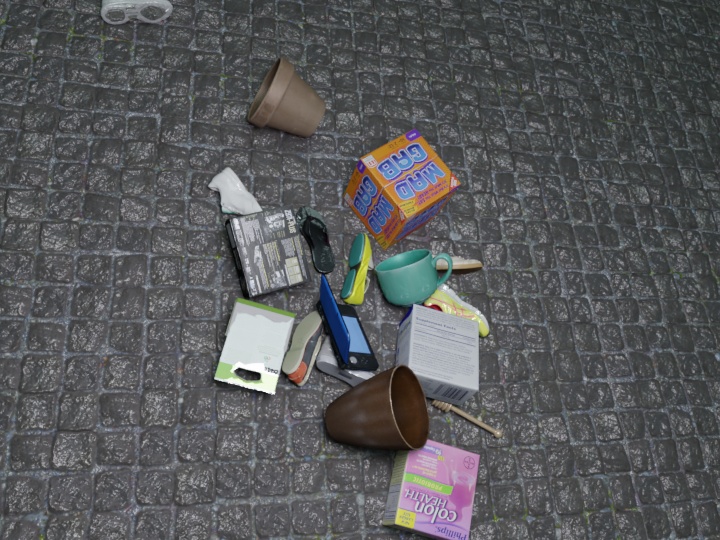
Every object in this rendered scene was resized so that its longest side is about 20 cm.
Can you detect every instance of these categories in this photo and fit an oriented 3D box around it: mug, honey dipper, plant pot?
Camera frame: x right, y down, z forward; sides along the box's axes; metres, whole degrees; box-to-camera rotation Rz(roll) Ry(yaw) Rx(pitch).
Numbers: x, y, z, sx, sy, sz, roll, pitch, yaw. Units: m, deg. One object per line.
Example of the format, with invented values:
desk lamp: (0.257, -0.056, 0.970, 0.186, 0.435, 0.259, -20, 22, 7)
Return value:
mug: (0.136, 0.025, 1.521, 0.152, 0.185, 0.115, -29, 107, -35)
honey dipper: (0.272, 0.368, 1.492, 0.200, 0.038, 0.038, 28, 62, -3)
plant pot: (0.027, 0.328, 1.343, 0.187, 0.200, 0.187, 41, 39, -45)
plant pot: (-0.195, -0.463, 1.650, 0.174, 0.200, 0.201, 27, 61, -22)

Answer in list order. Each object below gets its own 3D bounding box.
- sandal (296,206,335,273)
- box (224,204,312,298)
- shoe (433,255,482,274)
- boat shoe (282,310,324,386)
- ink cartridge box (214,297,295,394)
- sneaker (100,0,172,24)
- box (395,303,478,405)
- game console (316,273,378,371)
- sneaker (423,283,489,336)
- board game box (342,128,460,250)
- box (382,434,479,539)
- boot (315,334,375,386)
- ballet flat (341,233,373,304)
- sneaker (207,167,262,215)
sandal: (-0.112, -0.090, 1.573, 0.075, 0.048, 0.201, -16, 73, -22)
box: (-0.229, -0.047, 1.465, 0.163, 0.086, 0.201, -16, 93, -21)
shoe: (0.245, -0.022, 1.635, 0.199, 0.070, 0.054, -1, 75, -14)
boat shoe: (-0.129, 0.185, 1.441, 0.063, 0.071, 0.200, 52, 41, -31)
ink cartridge box: (-0.252, 0.184, 1.398, 0.147, 0.076, 0.201, 17, 65, -9)
sneaker: (-0.649, -0.775, 1.704, 0.199, 0.078, 0.100, -9, 67, -21)
box: (0.192, 0.210, 1.479, 0.183, 0.105, 0.200, 16, 52, -9)
game console: (-0.025, 0.124, 1.404, 0.170, 0.118, 0.200, 12, 41, -39)
sneaker: (0.253, 0.122, 1.580, 0.200, 0.078, 0.090, 37, 70, 8)
board game box: (0.107, -0.219, 1.608, 0.200, 0.200, 0.200, -33, 79, -26)
box: (0.165, 0.507, 1.366, 0.175, 0.097, 0.201, 19, 64, -8)
boot: (-0.009, 0.230, 1.453, 0.200, 0.074, 0.096, 31, 49, -13)
ballet flat: (0.000, 0.000, 1.567, 0.067, 0.067, 0.201, 26, 63, -28)
sneaker: (-0.318, -0.170, 1.546, 0.088, 0.075, 0.200, -39, 81, -9)
